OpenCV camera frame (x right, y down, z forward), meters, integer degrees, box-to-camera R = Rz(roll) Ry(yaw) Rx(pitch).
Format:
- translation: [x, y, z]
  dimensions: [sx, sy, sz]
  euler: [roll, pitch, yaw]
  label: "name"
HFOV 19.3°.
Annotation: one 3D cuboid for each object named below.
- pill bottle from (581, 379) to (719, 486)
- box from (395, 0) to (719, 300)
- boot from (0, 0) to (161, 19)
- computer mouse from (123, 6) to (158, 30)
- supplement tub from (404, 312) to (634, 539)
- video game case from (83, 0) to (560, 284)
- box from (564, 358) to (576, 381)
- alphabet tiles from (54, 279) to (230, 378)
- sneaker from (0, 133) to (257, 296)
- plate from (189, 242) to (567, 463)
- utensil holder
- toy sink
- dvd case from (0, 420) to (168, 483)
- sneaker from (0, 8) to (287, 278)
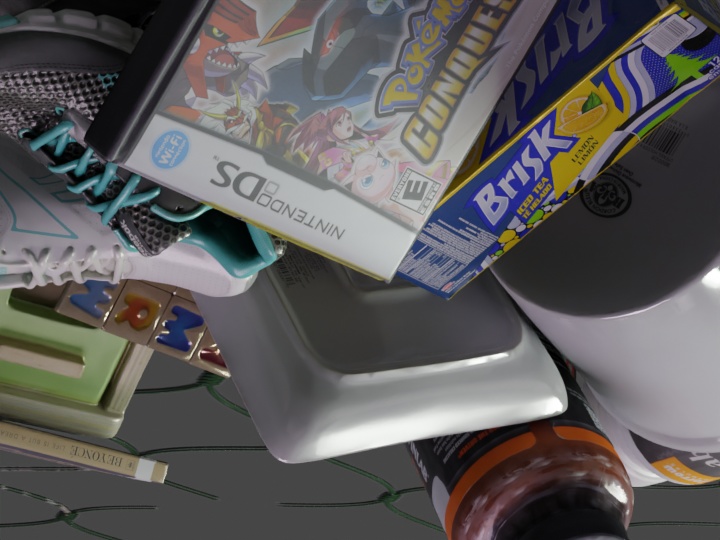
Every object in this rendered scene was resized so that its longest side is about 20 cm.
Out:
- translation: [0.249, 0.085, 1.467]
  dimensions: [0.116, 0.117, 0.200]
  euler: [16, 155, -30]
  label: "pill bottle"
- translation: [0.084, -0.077, 1.028]
  dimensions: [0.200, 0.070, 0.064]
  euler: [-40, 140, 24]
  label: "box"
- translation: [-0.111, -0.127, 0.983]
  dimensions: [0.200, 0.073, 0.182]
  euler: [-20, 133, 43]
  label: "boot"
- translation: [-0.029, -0.117, 1.077]
  dimensions: [0.200, 0.053, 0.138]
  euler: [30, 150, -28]
  label: "computer mouse"
- translation: [0.086, 0.106, 1.186]
  dimensions: [0.107, 0.200, 0.107]
  euler: [-10, 129, -13]
  label: "supplement tub"
- translation: [-0.001, -0.107, 0.930]
  dimensions: [0.181, 0.200, 0.025]
  euler: [24, -169, -43]
  label: "video game case"
- translation: [0.047, 0.067, 1.554]
  dimensions: [0.200, 0.035, 0.110]
  euler: [-9, 156, 26]
  label: "box"
- translation: [-0.081, -0.031, 1.169]
  dimensions: [0.200, 0.167, 0.006]
  euler: [25, -176, -44]
  label: "alphabet tiles"
- translation: [-0.149, -0.019, 1.029]
  dimensions: [0.200, 0.080, 0.070]
  euler: [20, 147, -2]
  label: "sneaker"
- translation: [0.000, 0.000, 1.119]
  dimensions: [0.200, 0.200, 0.032]
  euler: [-7, 147, -37]
  label: "plate"
- translation: [0.167, -0.009, 1.163]
  dimensions: [0.170, 0.170, 0.200]
  euler: [-7, 155, 24]
  label: "utensil holder"
- translation: [-0.192, 0.020, 1.212]
  dimensions: [0.130, 0.112, 0.200]
  euler: [17, 111, -31]
  label: "toy sink"
- translation: [-0.230, 0.088, 1.204]
  dimensions: [0.200, 0.016, 0.149]
  euler: [18, 171, -37]
  label: "dvd case"
- translation: [-0.102, -0.052, 0.949]
  dimensions: [0.200, 0.091, 0.078]
  euler: [16, 148, -37]
  label: "sneaker"
